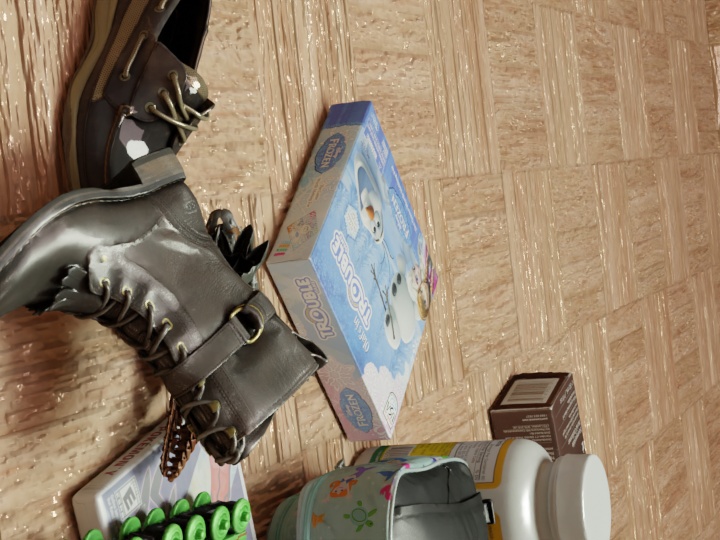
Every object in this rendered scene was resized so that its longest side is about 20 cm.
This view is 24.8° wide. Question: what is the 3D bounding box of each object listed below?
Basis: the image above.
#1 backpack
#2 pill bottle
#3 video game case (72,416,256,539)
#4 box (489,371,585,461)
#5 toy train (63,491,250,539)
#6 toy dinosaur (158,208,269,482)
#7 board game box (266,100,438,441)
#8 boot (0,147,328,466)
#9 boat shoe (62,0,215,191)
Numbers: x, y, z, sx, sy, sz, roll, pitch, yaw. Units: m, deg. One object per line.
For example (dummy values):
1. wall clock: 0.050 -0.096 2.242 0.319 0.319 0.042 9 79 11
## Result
1. backpack: 0.015 0.225 1.199 0.200 0.149 0.179 11 72 -74
2. pill bottle: 0.098 0.196 1.342 0.113 0.198 0.114 -6 90 -67
3. video game case: -0.113 0.201 1.063 0.182 0.023 0.202 -40 121 -63
4. box: 0.199 0.220 1.747 0.100 0.074 0.202 -45 128 -62
5. toy train: -0.121 0.174 0.973 0.200 0.041 0.057 -5 100 -67
6. toy dinosaur: -0.098 0.038 1.054 0.136 0.101 0.201 81 -8 -51
7. board game box: 0.000 0.000 1.354 0.200 0.043 0.201 -70 147 -44
8. boot: -0.115 0.034 0.912 0.200 0.069 0.175 -35 92 -44
9. boat shoe: -0.133 -0.113 1.020 0.074 0.073 0.202 42 47 -58
